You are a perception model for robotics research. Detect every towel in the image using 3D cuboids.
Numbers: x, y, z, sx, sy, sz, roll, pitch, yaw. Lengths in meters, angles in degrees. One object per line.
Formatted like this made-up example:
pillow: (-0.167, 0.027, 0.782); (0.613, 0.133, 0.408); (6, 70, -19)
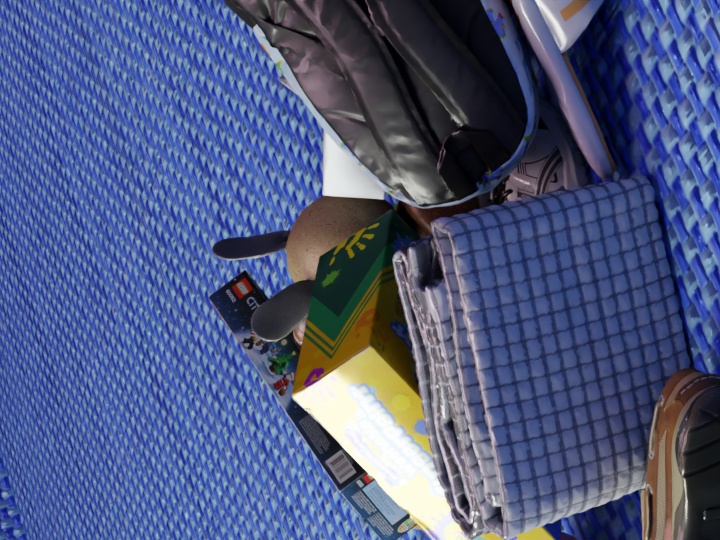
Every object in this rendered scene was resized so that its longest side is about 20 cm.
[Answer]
towel: (0.115, 0.051, 1.524); (0.085, 0.164, 0.202); (-4, 100, 63)

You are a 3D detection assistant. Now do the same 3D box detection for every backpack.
backpack: (0.034, -0.139, 1.556); (0.201, 0.163, 0.154); (56, -170, 8)

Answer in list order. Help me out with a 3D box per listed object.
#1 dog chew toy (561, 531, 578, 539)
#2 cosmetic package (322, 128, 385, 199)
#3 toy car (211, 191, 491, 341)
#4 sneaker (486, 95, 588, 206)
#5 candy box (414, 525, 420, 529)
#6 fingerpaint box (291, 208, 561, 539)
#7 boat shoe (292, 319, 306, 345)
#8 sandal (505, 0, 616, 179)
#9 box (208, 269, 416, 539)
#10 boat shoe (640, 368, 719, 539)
dog chew toy: (0.142, 0.260, 1.665); (0.201, 0.123, 0.125); (-109, 18, -48)
cosmetic package: (0.004, -0.170, 1.742); (0.201, 0.051, 0.152); (-84, -5, -54)
toy car: (0.000, 0.000, 1.757); (0.165, 0.198, 0.159); (-123, 28, -43)
sneaker: (0.108, -0.023, 1.619); (0.076, 0.087, 0.202); (142, 115, -70)
candy box: (0.063, 0.141, 1.885); (0.200, 0.056, 0.118); (170, 85, -71)
fingerpaint box: (0.052, 0.085, 1.622); (0.200, 0.073, 0.167); (47, -154, -21)
boat shoe: (-0.012, 0.037, 1.889); (0.200, 0.075, 0.072); (-40, -35, -71)
sandal: (0.131, -0.158, 1.530); (0.208, 0.059, 0.079); (62, -178, -21)
box: (-0.034, 0.107, 1.869); (0.200, 0.038, 0.137); (54, 180, 28)
boat shoe: (0.209, 0.153, 1.494); (0.074, 0.075, 0.202); (-131, 41, -61)
